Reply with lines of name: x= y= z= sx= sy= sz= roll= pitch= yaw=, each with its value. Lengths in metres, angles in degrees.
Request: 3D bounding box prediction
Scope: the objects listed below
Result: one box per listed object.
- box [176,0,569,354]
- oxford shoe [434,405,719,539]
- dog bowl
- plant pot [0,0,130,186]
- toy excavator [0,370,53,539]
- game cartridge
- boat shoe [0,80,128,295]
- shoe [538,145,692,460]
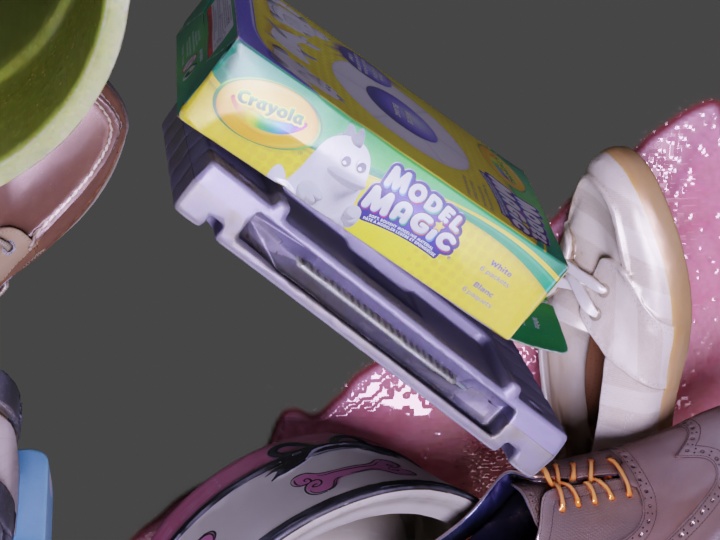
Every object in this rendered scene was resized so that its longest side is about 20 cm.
box: x=0.013 y=-0.046 z=0.794 sx=0.200 sy=0.117 sz=0.048 roll=35 pitch=106 yaw=-19
oxford shoe: x=0.106 y=0.113 z=0.818 sx=0.200 sy=0.071 sz=0.073 roll=-33 pitch=131 yaw=-4
dog bowl: x=-0.025 y=0.165 z=0.871 sx=0.200 sy=0.074 sz=0.201 roll=-19 pitch=129 yaw=-25
plant pot: x=-0.182 y=-0.153 z=0.678 sx=0.199 sy=0.190 sz=0.201 roll=-2 pitch=124 yaw=-4
toy excavator: x=-0.179 y=0.151 z=0.883 sx=0.194 sy=0.100 sz=0.201 roll=-4 pitch=127 yaw=-6
game cartridge: x=0.000 y=0.000 z=0.805 sx=0.200 sy=0.130 sz=0.038 roll=38 pitch=105 yaw=-20
boat shoe: x=-0.181 y=-0.011 z=0.812 sx=0.200 sy=0.072 sz=0.076 roll=-42 pitch=111 yaw=12
shoe: x=0.116 y=0.039 z=0.864 sx=0.053 sy=0.070 sz=0.201 roll=-16 pitch=118 yaw=-22
